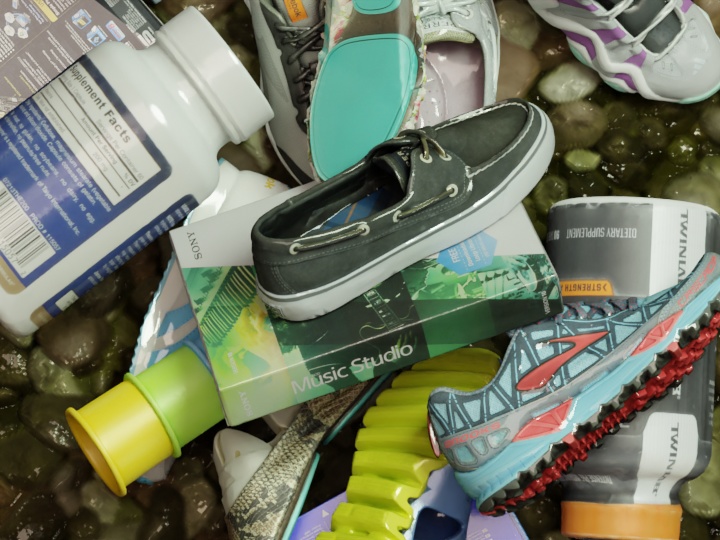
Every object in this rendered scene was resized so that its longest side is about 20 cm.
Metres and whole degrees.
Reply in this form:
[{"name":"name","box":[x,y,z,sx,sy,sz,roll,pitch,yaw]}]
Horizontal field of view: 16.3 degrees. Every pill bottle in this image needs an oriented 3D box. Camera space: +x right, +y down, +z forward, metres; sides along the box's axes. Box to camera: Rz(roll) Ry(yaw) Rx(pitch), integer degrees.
[{"name":"pill bottle","box":[0.159,0.061,1.492,0.106,0.106,0.201,3,84,1]},{"name":"pill bottle","box":[-0.153,-0.062,1.461,0.200,0.111,0.111,-38,85,-3]}]

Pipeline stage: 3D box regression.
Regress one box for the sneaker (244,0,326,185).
[{"name":"sneaker","box":[-0.034,-0.133,1.526,0.074,0.079,0.201,-17,86,0]}]

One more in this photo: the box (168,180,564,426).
[{"name":"box","box":[0.000,0.000,1.426,0.199,0.036,0.145,-20,42,-2]}]

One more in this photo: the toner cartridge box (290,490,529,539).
[{"name":"toner cartridge box","box":[-0.001,0.183,1.513,0.199,0.043,0.095,-29,85,-2]}]

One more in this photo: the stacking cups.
[{"name":"stacking cups","box":[-0.076,0.050,1.462,0.200,0.061,0.061,-35,85,-17]}]

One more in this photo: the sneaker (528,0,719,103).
[{"name":"sneaker","box":[0.147,-0.171,1.490,0.200,0.140,0.078,36,87,-5]}]

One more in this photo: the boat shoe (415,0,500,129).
[{"name":"boat shoe","box":[0.051,-0.117,1.530,0.074,0.065,0.203,-3,84,0]}]

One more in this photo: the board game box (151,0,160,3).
[{"name":"board game box","box":[-0.078,-0.263,1.478,0.196,0.200,0.056,-43,85,-4]}]

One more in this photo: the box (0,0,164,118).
[{"name":"box","box":[-0.220,-0.144,1.543,0.161,0.049,0.200,-41,86,-5]}]

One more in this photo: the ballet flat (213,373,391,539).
[{"name":"ballet flat","box":[-0.043,0.095,1.490,0.075,0.068,0.200,33,64,-2]}]

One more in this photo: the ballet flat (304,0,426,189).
[{"name":"ballet flat","box":[0.012,-0.135,1.475,0.075,0.064,0.201,3,78,18]}]

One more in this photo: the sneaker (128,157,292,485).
[{"name":"sneaker","box":[-0.088,0.038,1.512,0.080,0.077,0.201,21,87,1]}]

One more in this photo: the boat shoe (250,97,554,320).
[{"name":"boat shoe","box":[0.025,-0.045,1.398,0.200,0.057,0.069,-34,45,-18]}]

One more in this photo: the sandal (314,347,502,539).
[{"name":"sandal","box":[0.034,0.137,1.464,0.079,0.087,0.201,12,65,45]}]

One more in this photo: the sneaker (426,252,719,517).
[{"name":"sneaker","box":[0.121,0.043,1.404,0.200,0.079,0.096,-38,74,-7]}]
